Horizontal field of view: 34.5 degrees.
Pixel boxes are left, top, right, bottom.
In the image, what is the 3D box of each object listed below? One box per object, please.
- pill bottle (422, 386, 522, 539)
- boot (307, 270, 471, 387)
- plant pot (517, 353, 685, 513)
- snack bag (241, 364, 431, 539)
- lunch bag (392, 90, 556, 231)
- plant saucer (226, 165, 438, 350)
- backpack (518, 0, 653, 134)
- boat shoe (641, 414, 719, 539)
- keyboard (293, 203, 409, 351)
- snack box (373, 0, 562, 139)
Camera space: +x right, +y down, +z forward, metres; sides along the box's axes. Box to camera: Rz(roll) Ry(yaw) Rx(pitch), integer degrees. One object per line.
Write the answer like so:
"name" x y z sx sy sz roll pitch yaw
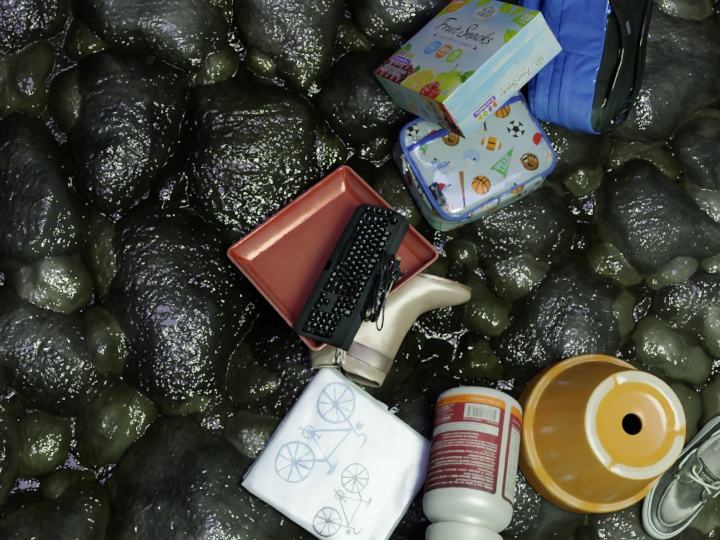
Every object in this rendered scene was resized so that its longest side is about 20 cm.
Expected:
"pill bottle" 0.133 0.251 1.401 0.109 0.110 0.202 14 61 -5
"boot" 0.032 0.073 1.460 0.198 0.070 0.147 8 69 7
"plant pot" 0.305 0.195 1.422 0.198 0.183 0.202 2 78 -8
"snack bag" -0.017 0.244 1.448 0.199 0.021 0.189 35 76 0
"lunch bag" 0.144 -0.153 1.529 0.199 0.076 0.161 -25 81 -14
"plant saucer" -0.034 -0.013 1.456 0.199 0.037 0.200 -37 57 -13
"backpack" 0.289 -0.288 1.521 0.162 0.167 0.202 -23 121 -46
"boat shoe" 0.434 0.257 1.486 0.072 0.071 0.200 40 76 1
"keyboard" 0.000 0.000 1.396 0.103 0.040 0.201 15 62 21
"snack box" 0.132 -0.266 1.475 0.168 0.200 0.068 -42 122 -5
